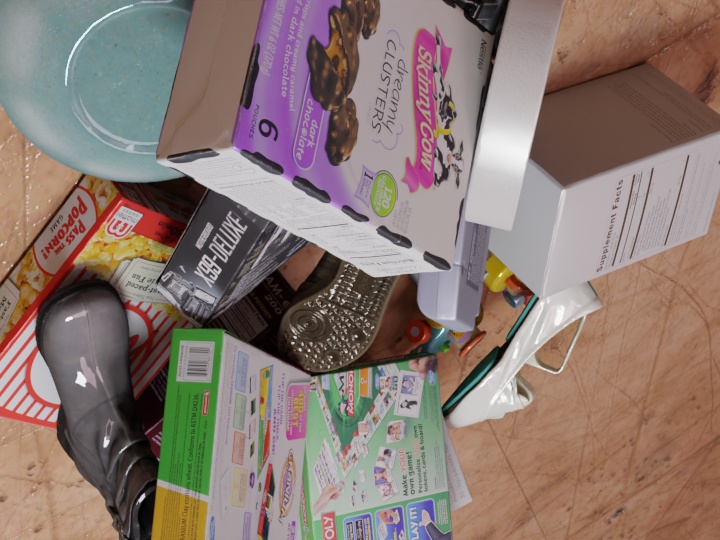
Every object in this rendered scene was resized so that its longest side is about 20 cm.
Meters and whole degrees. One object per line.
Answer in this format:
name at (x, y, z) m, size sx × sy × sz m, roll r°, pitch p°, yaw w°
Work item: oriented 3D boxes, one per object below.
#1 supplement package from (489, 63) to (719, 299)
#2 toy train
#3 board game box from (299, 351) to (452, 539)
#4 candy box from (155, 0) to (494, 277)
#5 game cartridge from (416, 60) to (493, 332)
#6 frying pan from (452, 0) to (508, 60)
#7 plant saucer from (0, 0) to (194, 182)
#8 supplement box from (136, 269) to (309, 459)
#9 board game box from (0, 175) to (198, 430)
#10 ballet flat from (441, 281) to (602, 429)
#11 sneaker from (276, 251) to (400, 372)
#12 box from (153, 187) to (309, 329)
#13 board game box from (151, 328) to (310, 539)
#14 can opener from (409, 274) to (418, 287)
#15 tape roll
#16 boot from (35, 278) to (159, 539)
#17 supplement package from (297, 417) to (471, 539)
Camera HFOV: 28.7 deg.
supplement package at (0.207, -0.081, 1.235) m, size 0.198 × 0.121 × 0.121 m, roll -19°, pitch 135°, yaw -27°
toy train at (0.129, 0.038, 1.329) m, size 0.199 × 0.056 × 0.151 m, roll -35°, pitch 156°, yaw -16°
board game box at (0.011, 0.179, 1.195) m, size 0.133 × 0.029 × 0.203 m, roll -7°, pitch 95°, yaw -25°
candy box at (-0.013, -0.109, 0.858) m, size 0.199 × 0.071 × 0.170 m, roll 27°, pitch 67°, yaw -43°
game cartridge at (0.080, -0.057, 1.100) m, size 0.133 × 0.040 × 0.203 m, roll 37°, pitch 61°, yaw -79°
frying pan at (0.101, -0.210, 1.042) m, size 0.116 × 0.031 × 0.190 m, roll -56°, pitch 161°, yaw 8°
plant saucer at (-0.132, -0.128, 0.881) m, size 0.198 × 0.039 × 0.203 m, roll -8°, pitch 131°, yaw -9°
supplement box at (-0.120, 0.095, 1.178) m, size 0.199 × 0.061 × 0.109 m, roll -39°, pitch 145°, yaw -2°
board game box at (-0.194, 0.029, 1.046) m, size 0.200 × 0.046 × 0.151 m, roll -50°, pitch 144°, yaw 13°
ballet flat at (0.145, 0.083, 1.269) m, size 0.069 × 0.070 × 0.201 m, roll 12°, pitch 121°, yaw -49°
sneaker at (0.000, 0.000, 1.083) m, size 0.200 × 0.070 × 0.076 m, roll -53°, pitch -170°, yaw 42°
box at (-0.042, -0.062, 0.990) m, size 0.200 × 0.050 × 0.158 m, roll -40°, pitch 171°, yaw -41°
board game box at (-0.090, 0.136, 1.041) m, size 0.040 × 0.155 × 0.200 m, roll 1°, pitch 167°, yaw 16°
can opener at (0.050, -0.035, 1.199) m, size 0.052 × 0.067 × 0.200 m, roll -35°, pitch 150°, yaw -5°
tape roll at (0.110, -0.130, 0.971) m, size 0.203 × 0.037 × 0.206 m, roll 13°, pitch 90°, yaw -84°
boot at (-0.170, 0.110, 1.000) m, size 0.069 × 0.132 × 0.201 m, roll -23°, pitch 142°, yaw -20°
supplement package at (-0.023, 0.191, 1.272) m, size 0.198 × 0.119 × 0.123 m, roll -24°, pitch 99°, yaw -23°
